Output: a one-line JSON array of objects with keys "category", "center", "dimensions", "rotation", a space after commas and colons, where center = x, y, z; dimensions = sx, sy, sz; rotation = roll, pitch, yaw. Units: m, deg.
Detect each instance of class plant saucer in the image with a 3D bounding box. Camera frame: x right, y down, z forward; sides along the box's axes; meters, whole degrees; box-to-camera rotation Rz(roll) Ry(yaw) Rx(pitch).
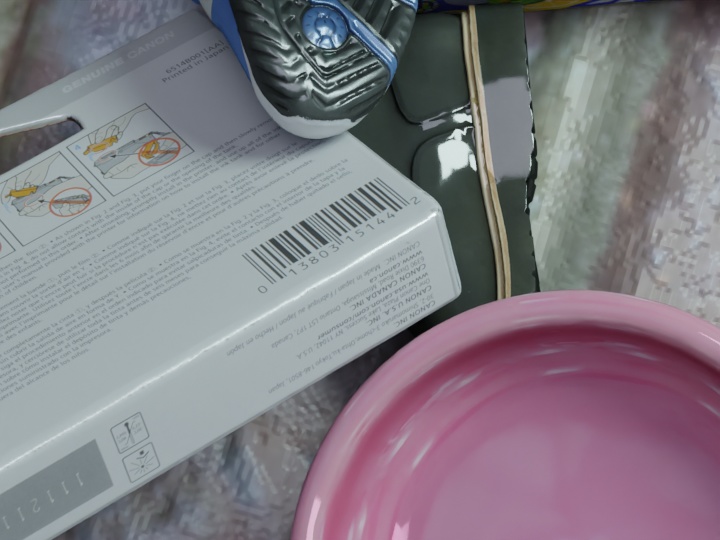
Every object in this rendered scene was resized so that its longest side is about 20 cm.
[{"category": "plant saucer", "center": [0.076, 0.108, 0.850], "dimensions": [0.200, 0.051, 0.201], "rotation": [-1, 85, 16]}]

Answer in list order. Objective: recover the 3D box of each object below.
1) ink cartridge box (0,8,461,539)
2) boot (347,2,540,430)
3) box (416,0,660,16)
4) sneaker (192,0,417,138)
[{"category": "ink cartridge box", "center": [-0.094, 0.001, 0.880], "dimensions": [0.200, 0.045, 0.176], "rotation": [-30, 41, -16]}, {"category": "boot", "center": [0.000, 0.000, 0.946], "dimensions": [0.138, 0.077, 0.200], "rotation": [-3, 69, 5]}, {"category": "box", "center": [0.101, -0.141, 0.962], "dimensions": [0.200, 0.070, 0.064], "rotation": [-5, 82, 0]}, {"category": "sneaker", "center": [-0.032, -0.120, 0.926], "dimensions": [0.076, 0.077, 0.200], "rotation": [5, 48, -22]}]
